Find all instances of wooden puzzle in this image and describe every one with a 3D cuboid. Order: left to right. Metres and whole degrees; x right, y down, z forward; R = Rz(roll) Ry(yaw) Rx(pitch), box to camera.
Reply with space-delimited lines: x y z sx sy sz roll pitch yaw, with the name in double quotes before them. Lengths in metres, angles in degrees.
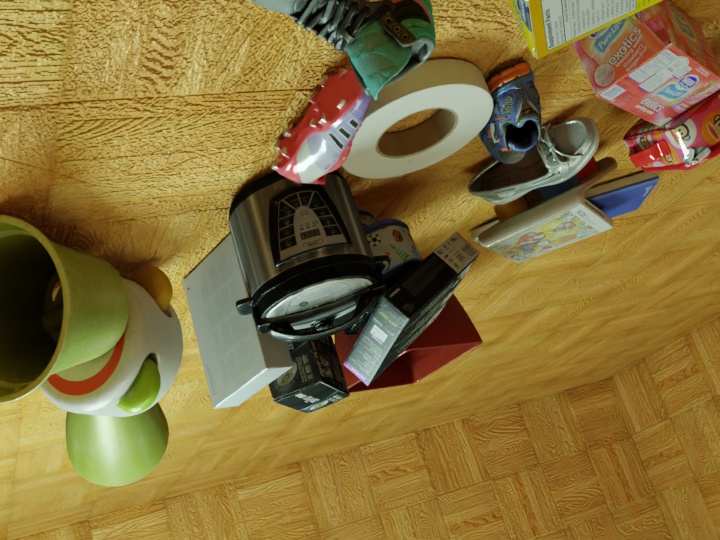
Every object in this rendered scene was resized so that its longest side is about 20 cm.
"wooden puzzle" 0.282 -0.116 1.357 0.183 0.047 0.199 -26 -173 36

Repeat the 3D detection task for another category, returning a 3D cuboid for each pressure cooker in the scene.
"pressure cooker" -0.066 -0.011 1.145 0.175 0.204 0.177 -32 157 34

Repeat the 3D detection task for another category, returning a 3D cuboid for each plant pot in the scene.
"plant pot" -0.373 0.044 1.051 0.197 0.204 0.184 -24 171 15
"plant pot" -0.436 0.245 1.554 0.183 0.189 0.202 -13 145 -16
"plant pot" 0.063 0.091 1.583 0.197 0.179 0.199 -1 154 -43

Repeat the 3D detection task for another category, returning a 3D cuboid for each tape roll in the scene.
"tape roll" 0.063 -0.178 1.072 0.199 0.038 0.203 -18 161 -6

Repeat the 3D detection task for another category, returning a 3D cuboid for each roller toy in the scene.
"roller toy" -0.340 0.101 1.211 0.179 0.205 0.140 -11 165 17

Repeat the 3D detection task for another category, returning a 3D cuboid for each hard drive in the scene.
"hard drive" 0.424 -0.118 1.602 0.196 0.026 0.132 -17 160 -8

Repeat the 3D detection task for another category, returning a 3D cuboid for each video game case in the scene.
"video game case" 0.320 -0.072 1.563 0.197 0.023 0.181 -21 156 31

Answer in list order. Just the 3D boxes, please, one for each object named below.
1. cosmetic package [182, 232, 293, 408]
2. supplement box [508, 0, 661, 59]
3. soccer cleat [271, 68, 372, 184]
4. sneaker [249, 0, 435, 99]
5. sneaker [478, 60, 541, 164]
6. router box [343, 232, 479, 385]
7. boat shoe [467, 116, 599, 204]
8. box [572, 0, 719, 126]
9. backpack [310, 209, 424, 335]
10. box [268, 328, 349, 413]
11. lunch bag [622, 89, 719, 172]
"cosmetic package" -0.177 0.072 1.258 0.051 0.204 0.150 1 153 -43
"supplement box" 0.222 -0.298 0.792 0.197 0.111 0.109 -23 160 9
"soccer cleat" -0.030 -0.155 0.984 0.075 0.068 0.199 16 150 -26
"sneaker" -0.009 -0.212 0.780 0.197 0.123 0.084 -6 157 -34
"sneaker" 0.192 -0.179 1.131 0.074 0.080 0.200 -19 161 3
"router box" 0.072 0.051 1.229 0.199 0.051 0.150 -38 163 -46
"boat shoe" 0.244 -0.154 1.263 0.200 0.076 0.064 -25 165 36
"box" 0.343 -0.253 1.053 0.102 0.096 0.198 -32 158 34
"backpack" 0.000 0.000 1.316 0.188 0.157 0.200 -24 171 13
"box" -0.104 0.115 1.444 0.085 0.204 0.164 -22 161 9
"lunch bag" 0.441 -0.196 1.199 0.175 0.083 0.200 -37 -173 0
